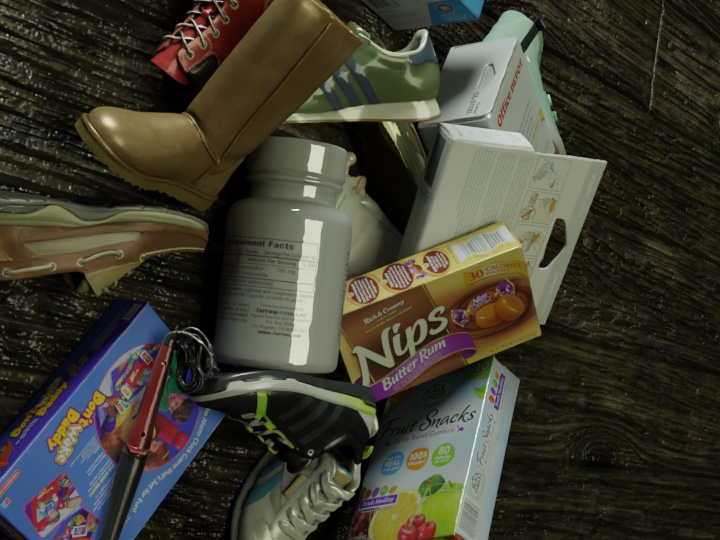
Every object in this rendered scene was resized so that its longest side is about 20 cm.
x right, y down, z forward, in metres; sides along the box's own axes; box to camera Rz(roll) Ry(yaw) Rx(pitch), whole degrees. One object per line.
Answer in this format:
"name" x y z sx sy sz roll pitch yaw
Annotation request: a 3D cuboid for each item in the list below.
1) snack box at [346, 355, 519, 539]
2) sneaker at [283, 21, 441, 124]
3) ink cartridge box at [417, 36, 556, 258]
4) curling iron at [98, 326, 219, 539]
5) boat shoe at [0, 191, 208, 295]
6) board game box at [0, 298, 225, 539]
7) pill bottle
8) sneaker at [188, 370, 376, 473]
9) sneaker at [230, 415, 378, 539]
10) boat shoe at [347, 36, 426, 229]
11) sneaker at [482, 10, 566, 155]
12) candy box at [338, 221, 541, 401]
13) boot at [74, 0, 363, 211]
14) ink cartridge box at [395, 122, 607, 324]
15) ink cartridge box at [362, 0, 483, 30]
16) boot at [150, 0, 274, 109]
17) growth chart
"snack box" 0.073 0.192 1.102 0.053 0.142 0.201 44 47 -30
"sneaker" -0.020 -0.183 1.021 0.199 0.067 0.090 -4 106 -17
"ink cartridge box" 0.146 -0.127 1.196 0.200 0.082 0.146 63 36 -37
"curling iron" -0.168 0.139 0.883 0.026 0.049 0.201 56 56 -73
"boat shoe" -0.216 -0.020 0.872 0.199 0.076 0.074 2 97 -39
"board game box" -0.209 0.142 0.904 0.200 0.045 0.135 -54 128 -30
"pill bottle" -0.067 -0.013 0.993 0.114 0.114 0.201 9 87 -47
"sneaker" -0.059 0.134 0.963 0.199 0.072 0.083 13 76 -39
"sneaker" -0.054 0.207 1.049 0.077 0.081 0.201 44 63 -41
"boat shoe" 0.034 -0.134 1.124 0.063 0.073 0.201 -40 113 -32
"sneaker" 0.205 -0.209 1.297 0.201 0.074 0.118 53 54 -37
"candy box" 0.069 0.043 1.091 0.199 0.057 0.117 -21 125 -6
"boot" -0.111 -0.151 0.891 0.200 0.066 0.175 -46 156 11
"ink cartridge box" 0.135 -0.042 1.120 0.173 0.044 0.201 4 119 -22
"ink cartridge box" 0.024 -0.317 1.065 0.200 0.116 0.067 33 70 -44
"boot" -0.114 -0.231 0.915 0.144 0.072 0.201 -38 149 -36
"growth chart" 0.000 0.000 1.130 0.145 0.018 0.200 -53 128 -24
